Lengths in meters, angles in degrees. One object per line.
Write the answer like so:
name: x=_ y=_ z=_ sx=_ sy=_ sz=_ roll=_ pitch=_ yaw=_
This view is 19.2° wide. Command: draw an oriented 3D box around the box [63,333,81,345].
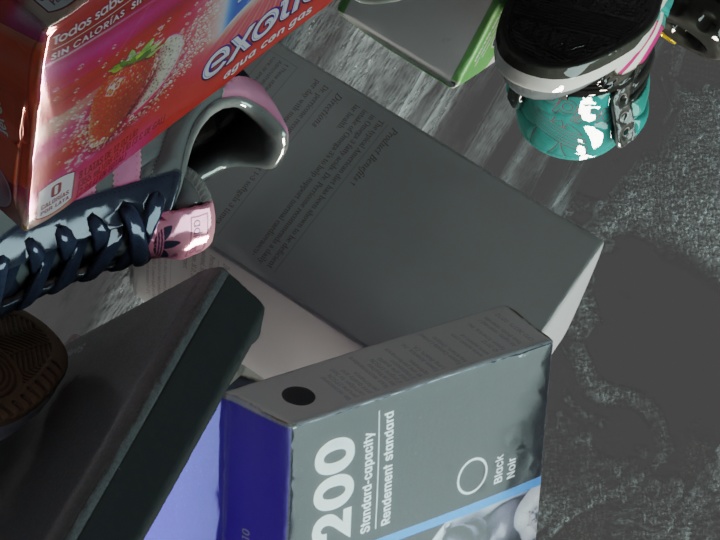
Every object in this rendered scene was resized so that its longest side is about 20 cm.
box: x=-0.090 y=0.136 z=1.044 sx=0.103 sy=0.200 sz=0.095 roll=-53 pitch=172 yaw=-21

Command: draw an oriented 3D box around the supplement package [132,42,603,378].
supplement package: x=0.000 y=0.000 z=1.061 sx=0.117 sy=0.200 sz=0.117 roll=-53 pitch=170 yaw=-24

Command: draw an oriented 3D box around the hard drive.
hard drive: x=-0.120 y=0.097 z=0.775 sx=0.140 sy=0.033 sz=0.200 roll=-26 pitch=-153 yaw=46

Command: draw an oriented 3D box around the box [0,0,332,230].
box: x=-0.056 y=-0.119 z=0.606 sx=0.200 sy=0.100 sz=0.096 roll=-41 pitch=163 yaw=-30

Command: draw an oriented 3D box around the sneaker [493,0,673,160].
sneaker: x=0.114 y=-0.108 z=1.163 sx=0.200 sy=0.084 sz=0.121 roll=-45 pitch=155 yaw=-52

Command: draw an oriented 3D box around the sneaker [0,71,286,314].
sneaker: x=-0.100 y=-0.024 z=0.780 sx=0.200 sy=0.082 sz=0.070 roll=-50 pitch=169 yaw=-38

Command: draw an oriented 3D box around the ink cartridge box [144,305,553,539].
ink cartridge box: x=-0.008 y=0.131 z=0.925 sx=0.200 sy=0.043 sz=0.198 roll=-15 pitch=120 yaw=-32

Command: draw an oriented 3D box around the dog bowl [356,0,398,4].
dog bowl: x=0.034 y=-0.205 z=0.864 sx=0.200 sy=0.059 sz=0.200 roll=-39 pitch=156 yaw=-21

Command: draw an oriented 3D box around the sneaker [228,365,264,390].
sneaker: x=-0.112 y=0.127 z=1.270 sx=0.199 sy=0.079 sz=0.130 roll=-63 pitch=169 yaw=-46

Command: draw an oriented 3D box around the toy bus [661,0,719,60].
toy bus: x=0.213 y=-0.254 z=1.551 sx=0.136 sy=0.200 sz=0.192 roll=-56 pitch=-154 yaw=-4

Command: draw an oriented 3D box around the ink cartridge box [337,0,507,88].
ink cartridge box: x=0.084 y=-0.202 z=1.194 sx=0.146 sy=0.084 sz=0.200 roll=-62 pitch=170 yaw=25

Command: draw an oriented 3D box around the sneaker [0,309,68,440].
sneaker: x=-0.188 y=0.088 z=0.775 sx=0.200 sy=0.071 sz=0.113 roll=-35 pitch=153 yaw=-52
